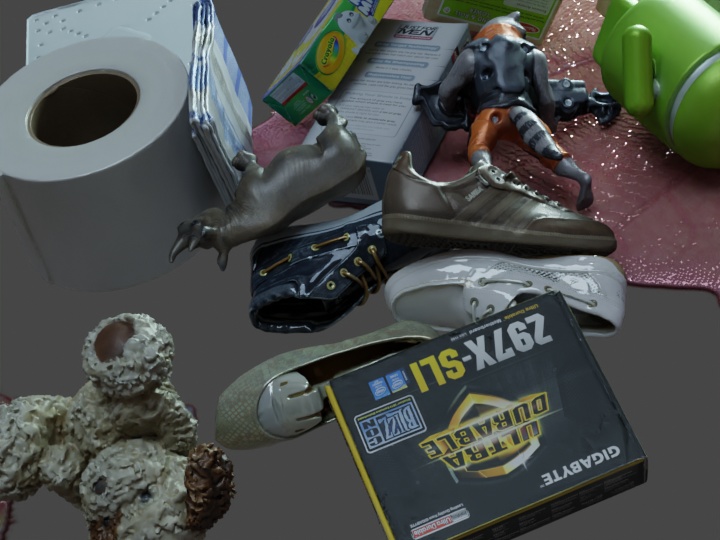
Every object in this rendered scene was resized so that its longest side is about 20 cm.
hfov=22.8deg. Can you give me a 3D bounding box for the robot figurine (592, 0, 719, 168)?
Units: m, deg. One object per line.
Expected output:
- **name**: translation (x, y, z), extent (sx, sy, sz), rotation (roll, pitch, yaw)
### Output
- **robot figurine**: translation (0.288, -0.166, 1.555), extent (0.175, 0.116, 0.200), rotation (-3, 37, -35)

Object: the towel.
- **towel**: translation (-0.122, -0.141, 1.639), extent (0.024, 0.147, 0.201), rotation (-15, 41, 9)

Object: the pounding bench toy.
- **pounding bench toy**: translation (0.165, -0.318, 1.746), extent (0.199, 0.125, 0.157), rotation (12, 40, -14)

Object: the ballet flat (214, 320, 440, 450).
- **ballet flat**: translation (-0.025, 0.089, 1.419), extent (0.199, 0.068, 0.062), rotation (-24, 11, -8)

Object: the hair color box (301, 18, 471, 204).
- **hair color box**: translation (0.028, -0.149, 1.664), extent (0.098, 0.061, 0.201), rotation (8, 48, 25)

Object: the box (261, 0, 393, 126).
- **box**: translation (-0.011, -0.241, 1.709), extent (0.201, 0.048, 0.117), rotation (-56, 10, -23)

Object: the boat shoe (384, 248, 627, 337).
- **boat shoe**: translation (0.115, 0.029, 1.443), extent (0.198, 0.071, 0.070), rotation (-4, 44, 12)

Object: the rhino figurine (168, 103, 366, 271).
- **rhino figurine**: translation (-0.081, -0.064, 1.533), extent (0.199, 0.060, 0.087), rotation (-33, 39, -11)

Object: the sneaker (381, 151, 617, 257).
- **sneaker**: translation (0.117, -0.053, 1.459), extent (0.199, 0.070, 0.076), rotation (6, 79, -13)

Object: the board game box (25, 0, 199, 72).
- **board game box**: translation (-0.248, -0.223, 1.854), extent (0.199, 0.026, 0.201), rotation (-14, 43, 3)

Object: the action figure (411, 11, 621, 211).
- **action figure**: translation (0.156, -0.147, 1.572), extent (0.199, 0.105, 0.194), rotation (-6, 58, -13)

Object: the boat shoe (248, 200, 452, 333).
- **boat shoe**: translation (0.000, 0.000, 1.516), extent (0.199, 0.071, 0.091), rotation (-14, 42, 14)

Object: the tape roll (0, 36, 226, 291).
- **tape roll**: translation (-0.234, -0.098, 1.635), extent (0.201, 0.140, 0.203), rotation (-9, 44, 9)

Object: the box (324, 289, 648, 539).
- **box**: translation (0.092, 0.121, 1.343), extent (0.199, 0.049, 0.160), rotation (-21, 57, -5)

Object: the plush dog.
- **plush dog**: translation (-0.176, 0.158, 1.378), extent (0.200, 0.160, 0.172), rotation (-36, 54, 20)

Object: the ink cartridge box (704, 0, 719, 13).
- **ink cartridge box**: translation (0.414, -0.278, 1.660), extent (0.145, 0.084, 0.200), rotation (28, 58, 38)
